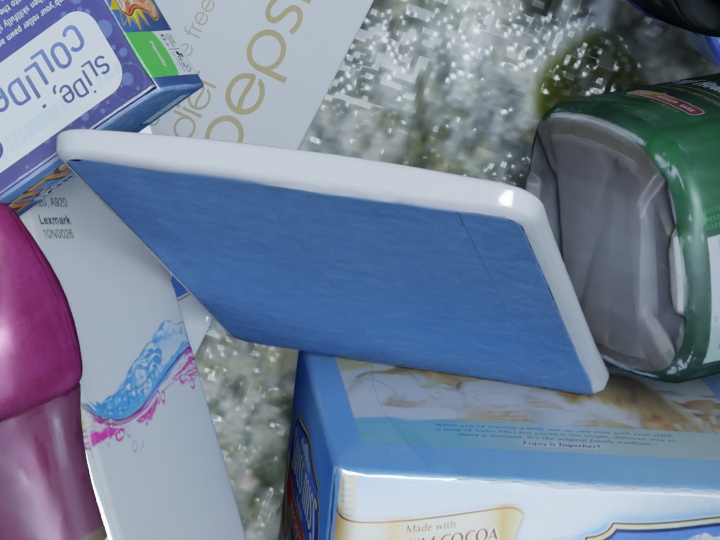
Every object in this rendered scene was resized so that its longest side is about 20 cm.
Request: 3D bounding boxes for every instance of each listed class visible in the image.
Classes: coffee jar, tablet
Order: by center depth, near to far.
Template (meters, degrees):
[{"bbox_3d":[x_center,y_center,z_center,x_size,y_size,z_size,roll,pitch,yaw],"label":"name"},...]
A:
[{"bbox_3d":[0.000,0.000,0.690,0.129,0.200,0.014,8,75,13],"label":"tablet"},{"bbox_3d":[0.161,-0.027,0.776,0.199,0.104,0.086,-12,107,-24],"label":"coffee jar"}]

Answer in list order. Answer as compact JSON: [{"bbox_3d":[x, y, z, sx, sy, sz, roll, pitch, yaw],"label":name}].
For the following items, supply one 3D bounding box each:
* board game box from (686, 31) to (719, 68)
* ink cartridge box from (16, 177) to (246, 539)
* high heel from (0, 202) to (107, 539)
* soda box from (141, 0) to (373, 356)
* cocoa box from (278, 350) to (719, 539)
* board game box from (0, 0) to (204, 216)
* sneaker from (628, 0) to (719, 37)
[{"bbox_3d":[0.154,-0.199,0.753,0.199,0.041,0.200,-29,107,3],"label":"board game box"},{"bbox_3d":[-0.122,0.062,0.733,0.144,0.084,0.201,-20,82,24],"label":"ink cartridge box"},{"bbox_3d":[-0.168,0.044,0.669,0.198,0.067,0.097,-11,97,11],"label":"high heel"},{"bbox_3d":[-0.056,-0.050,0.795,0.068,0.064,0.201,24,104,-12],"label":"soda box"},{"bbox_3d":[0.075,0.106,0.781,0.198,0.133,0.132,4,105,-7],"label":"cocoa box"},{"bbox_3d":[-0.159,-0.055,0.673,0.199,0.034,0.136,-32,86,19],"label":"board game box"},{"bbox_3d":[0.171,-0.101,0.710,0.198,0.100,0.070,-11,111,-2],"label":"sneaker"}]
